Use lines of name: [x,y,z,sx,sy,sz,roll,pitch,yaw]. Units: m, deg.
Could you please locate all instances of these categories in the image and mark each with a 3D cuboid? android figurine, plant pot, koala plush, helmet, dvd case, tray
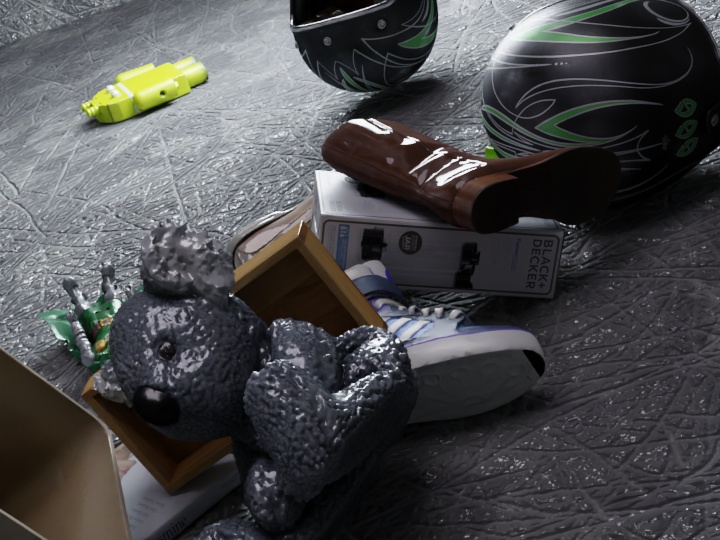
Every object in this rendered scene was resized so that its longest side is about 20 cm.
android figurine: [-0.341,-0.283,2.150,0.199,0.041,0.182,-23,23,-11]
plant pot: [-0.282,0.163,0.888,0.177,0.200,0.200,-43,31,7]
koala plush: [-0.080,0.076,0.885,0.199,0.178,0.184,30,35,14]
helmet: [0.206,-0.148,1.214,0.189,0.202,0.200,-17,22,-12]
dvd case: [-0.193,0.185,1.009,0.142,0.018,0.200,8,36,47]
tray: [-0.089,0.063,0.965,0.199,0.099,0.037,-35,16,17]
helmet: [0.005,-0.320,1.737,0.198,0.193,0.200,-1,-12,0]

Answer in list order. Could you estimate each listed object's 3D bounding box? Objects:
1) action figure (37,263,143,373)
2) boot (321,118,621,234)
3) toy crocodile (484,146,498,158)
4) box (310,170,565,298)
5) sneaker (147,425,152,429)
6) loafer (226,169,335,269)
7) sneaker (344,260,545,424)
action figure: [-0.242,0.052,1.309,0.117,0.055,0.200,-22,27,-12]
boot: [0.089,-0.089,1.137,0.185,0.065,0.199,-9,22,-37]
toy crocodile: [0.054,-0.078,1.305,0.198,0.062,0.067,-7,17,-20]
box: [0.060,-0.031,1.139,0.198,0.061,0.117,3,22,-7]
sneaker: [-0.125,0.097,1.107,0.076,0.076,0.200,20,13,-6]
loafer: [-0.034,-0.043,1.343,0.199,0.072,0.063,-31,41,-10]
sneaker: [0.034,0.037,1.021,0.198,0.081,0.147,-18,48,19]
